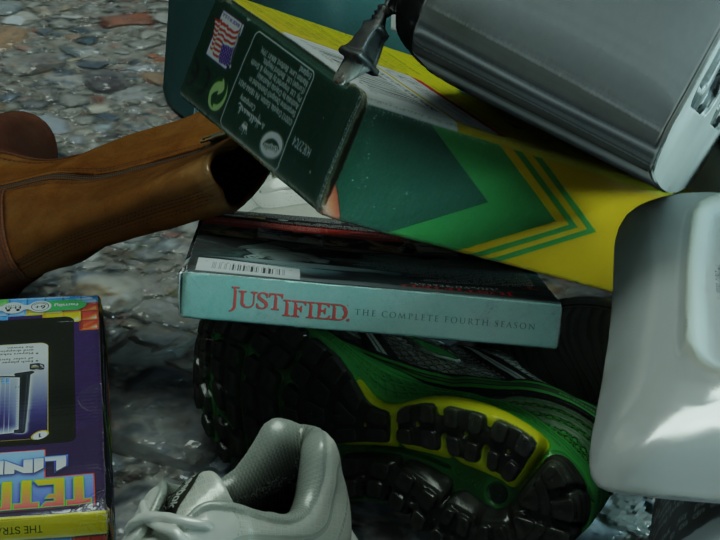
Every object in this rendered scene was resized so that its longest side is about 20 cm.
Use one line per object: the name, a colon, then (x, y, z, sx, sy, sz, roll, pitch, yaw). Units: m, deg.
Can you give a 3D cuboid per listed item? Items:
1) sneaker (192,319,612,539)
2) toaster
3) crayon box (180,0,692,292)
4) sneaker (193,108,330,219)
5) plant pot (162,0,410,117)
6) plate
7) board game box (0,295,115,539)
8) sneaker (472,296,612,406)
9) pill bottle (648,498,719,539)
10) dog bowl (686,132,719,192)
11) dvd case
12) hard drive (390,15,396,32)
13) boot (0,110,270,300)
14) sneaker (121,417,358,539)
sneaker: (0.015, 0.061, 0.796, 0.199, 0.079, 0.085, 23, 23, 27)
toaster: (0.103, -0.127, 0.739, 0.118, 0.201, 0.181, 30, 7, 13)
crayon box: (0.039, -0.048, 0.806, 0.199, 0.051, 0.127, 13, 17, -36)
sneaker: (-0.046, -0.053, 0.991, 0.076, 0.081, 0.200, -7, 30, -18)
plant pot: (-0.022, -0.187, 1.161, 0.198, 0.162, 0.201, 0, 27, 0)
plate: (0.182, 0.018, 0.663, 0.198, 0.033, 0.200, 3, 28, 10)
board game box: (-0.197, 0.076, 0.766, 0.198, 0.057, 0.166, -2, 30, -7)
sneaker: (0.148, 0.053, 0.823, 0.198, 0.076, 0.106, -3, -9, 29)
pill bottle: (0.151, 0.105, 0.654, 0.113, 0.115, 0.200, 7, 27, 11)
dog bowl: (0.202, -0.040, 0.907, 0.199, 0.074, 0.201, 22, 33, -16)
dvd case: (0.000, 0.000, 0.812, 0.144, 0.022, 0.200, 5, 7, -4)
hard drive: (0.129, -0.115, 1.009, 0.131, 0.027, 0.199, -11, -21, 41)
boot: (-0.120, -0.052, 0.898, 0.199, 0.069, 0.189, -24, 17, 23)
sneaker: (-0.073, 0.117, 0.664, 0.075, 0.082, 0.200, 21, 35, 31)
